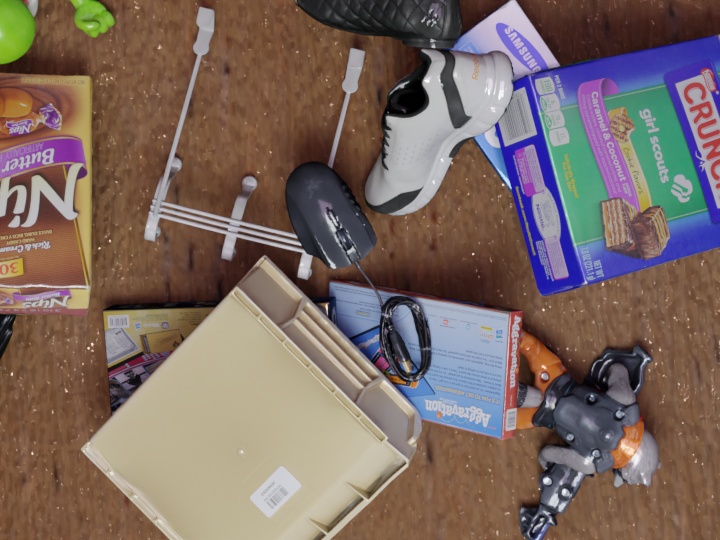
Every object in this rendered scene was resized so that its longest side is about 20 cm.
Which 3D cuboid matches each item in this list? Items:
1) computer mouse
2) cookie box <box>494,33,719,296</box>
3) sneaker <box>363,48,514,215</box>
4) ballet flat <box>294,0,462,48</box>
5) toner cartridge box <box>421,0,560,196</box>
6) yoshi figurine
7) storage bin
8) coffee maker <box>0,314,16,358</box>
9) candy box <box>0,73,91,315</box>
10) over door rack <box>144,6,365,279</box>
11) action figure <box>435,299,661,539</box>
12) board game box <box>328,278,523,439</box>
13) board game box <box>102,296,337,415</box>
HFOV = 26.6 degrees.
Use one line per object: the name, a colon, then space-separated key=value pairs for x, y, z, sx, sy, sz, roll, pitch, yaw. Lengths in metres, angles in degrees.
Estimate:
computer mouse: x=0.000 y=0.000 z=1.231 sx=0.059 sy=0.034 sz=0.200 roll=-32 pitch=85 yaw=-4
cookie box: x=0.222 y=-0.087 z=1.224 sx=0.200 sy=0.075 sz=0.171 roll=-15 pitch=89 yaw=-25
sneaker: x=0.043 y=-0.116 z=1.232 sx=0.080 sy=0.200 sz=0.074 roll=8 pitch=54 yaw=-25
ballet flat: x=0.015 y=-0.216 z=1.220 sx=0.066 sy=0.200 sz=0.057 roll=-5 pitch=107 yaw=-38
toner cartridge box: x=0.146 y=-0.120 z=1.286 sx=0.095 sy=0.043 sz=0.200 roll=-36 pitch=95 yaw=4
yoshi figurine: x=-0.258 y=-0.236 z=1.253 sx=0.200 sy=0.112 sz=0.112 roll=-33 pitch=99 yaw=8
storage bin: x=-0.085 y=0.134 z=1.240 sx=0.199 sy=0.094 sz=0.200 roll=45 pitch=107 yaw=0
coffee maker: x=-0.398 y=0.046 z=1.250 sx=0.200 sy=0.192 sz=0.135 roll=27 pitch=76 yaw=-6
candy box: x=-0.277 y=-0.064 z=1.236 sx=0.116 sy=0.056 sz=0.200 roll=1 pitch=64 yaw=-12
over door rack: x=-0.088 y=-0.104 z=1.291 sx=0.148 sy=0.067 sz=0.200 roll=14 pitch=84 yaw=-2
action figure: x=0.160 y=0.142 z=1.293 sx=0.193 sy=0.105 sz=0.200 roll=22 pitch=94 yaw=9
board game box: x=0.048 y=0.070 z=1.262 sx=0.200 sy=0.019 sz=0.103 roll=10 pitch=99 yaw=43
board game box: x=-0.118 y=0.094 z=1.313 sx=0.200 sy=0.035 sz=0.136 roll=-2 pitch=97 yaw=10
